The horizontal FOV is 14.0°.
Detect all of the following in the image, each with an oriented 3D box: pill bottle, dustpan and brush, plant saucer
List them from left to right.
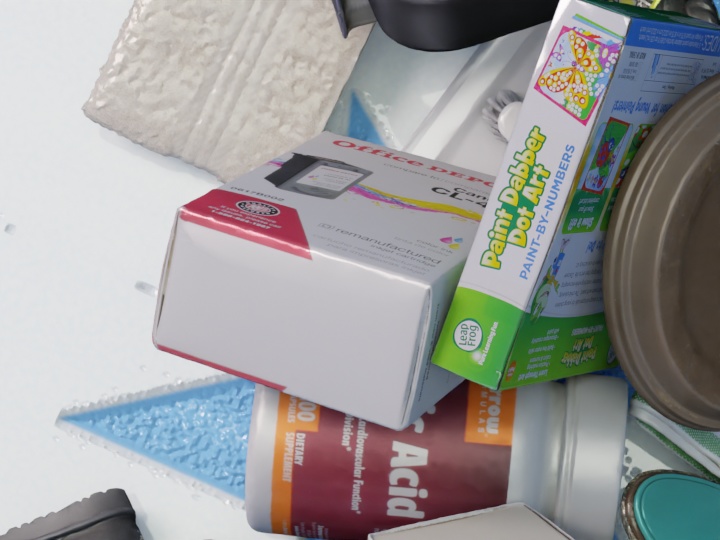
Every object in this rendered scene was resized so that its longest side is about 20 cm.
[{"bbox_3d":[0.042,0.096,1.599,0.199,0.114,0.114,5,83,3],"label":"pill bottle"},{"bbox_3d":[0.134,-0.047,1.638,0.200,0.057,0.140,37,89,-4],"label":"dustpan and brush"},{"bbox_3d":[0.211,-0.010,1.536,0.200,0.029,0.201,-11,109,-34],"label":"plant saucer"}]

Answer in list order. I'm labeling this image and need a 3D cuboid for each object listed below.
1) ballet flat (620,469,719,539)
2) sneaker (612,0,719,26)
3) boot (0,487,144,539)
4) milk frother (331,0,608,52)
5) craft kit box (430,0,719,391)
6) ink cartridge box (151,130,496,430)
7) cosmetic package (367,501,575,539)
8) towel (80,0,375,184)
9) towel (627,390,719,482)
[{"bbox_3d":[0.223,0.166,1.592,0.200,0.075,0.068,20,72,-8],"label":"ballet flat"},{"bbox_3d":[0.155,-0.158,1.653,0.076,0.075,0.200,-24,73,6],"label":"sneaker"},{"bbox_3d":[-0.161,0.238,1.589,0.165,0.066,0.200,-26,69,-2],"label":"boot"},{"bbox_3d":[0.058,-0.231,1.525,0.188,0.181,0.200,-16,111,-1],"label":"milk frother"},{"bbox_3d":[0.120,-0.041,1.519,0.048,0.200,0.198,20,99,21],"label":"craft kit box"},{"bbox_3d":[0.000,0.000,1.550,0.147,0.200,0.086,16,111,17],"label":"ink cartridge box"},{"bbox_3d":[0.059,0.234,1.526,0.103,0.087,0.200,-8,114,-28],"label":"cosmetic package"},{"bbox_3d":[-0.059,-0.148,1.648,0.132,0.034,0.200,26,97,-5],"label":"towel"},{"bbox_3d":[0.256,0.039,1.613,0.149,0.031,0.200,38,86,-20],"label":"towel"}]
